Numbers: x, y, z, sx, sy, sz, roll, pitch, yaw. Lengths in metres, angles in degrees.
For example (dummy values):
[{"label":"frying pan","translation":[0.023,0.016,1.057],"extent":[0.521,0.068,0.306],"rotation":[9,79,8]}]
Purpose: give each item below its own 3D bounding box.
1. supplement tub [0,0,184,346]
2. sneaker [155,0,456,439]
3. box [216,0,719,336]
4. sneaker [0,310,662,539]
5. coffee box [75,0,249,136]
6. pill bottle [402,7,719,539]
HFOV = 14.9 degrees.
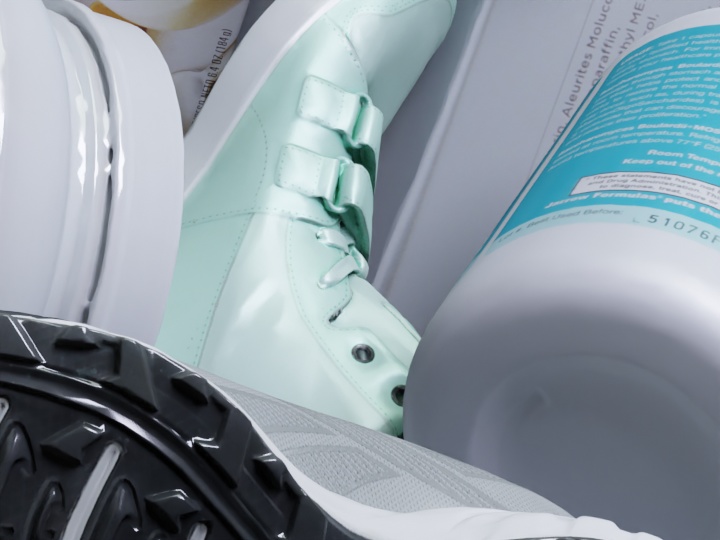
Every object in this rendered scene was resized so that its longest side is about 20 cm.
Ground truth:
[{"label":"supplement tub","translation":[-0.156,-0.022,0.642],"extent":[0.199,0.146,0.145],"rotation":[13,15,-31]},{"label":"sneaker","translation":[0.000,0.000,0.762],"extent":[0.118,0.201,0.074],"rotation":[28,-24,17]},{"label":"box","translation":[0.026,-0.055,0.924],"extent":[0.130,0.201,0.199],"rotation":[12,17,-33]},{"label":"sneaker","translation":[-0.023,0.059,0.559],"extent":[0.199,0.074,0.079],"rotation":[22,2,-22]},{"label":"coffee box","translation":[-0.102,-0.096,0.899],"extent":[0.114,0.201,0.080],"rotation":[10,15,-39]},{"label":"pill bottle","translation":[0.093,0.001,0.722],"extent":[0.110,0.111,0.200],"rotation":[23,36,11]}]
